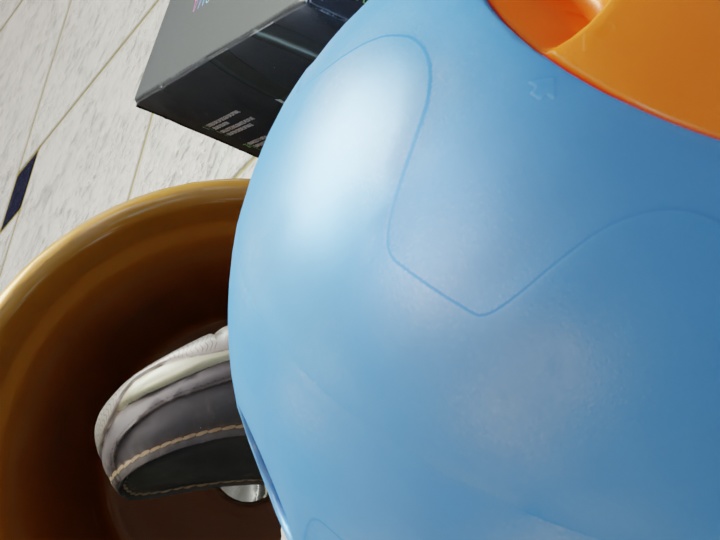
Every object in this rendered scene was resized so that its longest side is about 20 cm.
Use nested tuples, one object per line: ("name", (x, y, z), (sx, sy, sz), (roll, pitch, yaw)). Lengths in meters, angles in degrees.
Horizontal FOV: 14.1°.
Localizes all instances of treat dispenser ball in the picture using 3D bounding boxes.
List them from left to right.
("treat dispenser ball", (0.069, 0.011, 0.680), (0.201, 0.200, 0.201), (-57, 19, 33))

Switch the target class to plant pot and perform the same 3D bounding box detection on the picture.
("plant pot", (-0.038, 0.074, 1.000), (0.183, 0.199, 0.201), (124, 168, -88))

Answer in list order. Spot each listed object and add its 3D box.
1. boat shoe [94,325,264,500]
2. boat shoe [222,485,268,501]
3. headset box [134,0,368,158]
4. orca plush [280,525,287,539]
("boat shoe", (0.017, 0.047, 0.858), (0.074, 0.199, 0.074), (46, -147, -69))
("boat shoe", (-0.049, 0.069, 1.219), (0.072, 0.066, 0.202), (-48, 25, 48))
("headset box", (0.044, -0.071, 0.870), (0.174, 0.199, 0.093), (-18, 51, 70))
("orca plush", (0.033, 0.132, 0.806), (0.105, 0.071, 0.201), (-36, -44, -35))
